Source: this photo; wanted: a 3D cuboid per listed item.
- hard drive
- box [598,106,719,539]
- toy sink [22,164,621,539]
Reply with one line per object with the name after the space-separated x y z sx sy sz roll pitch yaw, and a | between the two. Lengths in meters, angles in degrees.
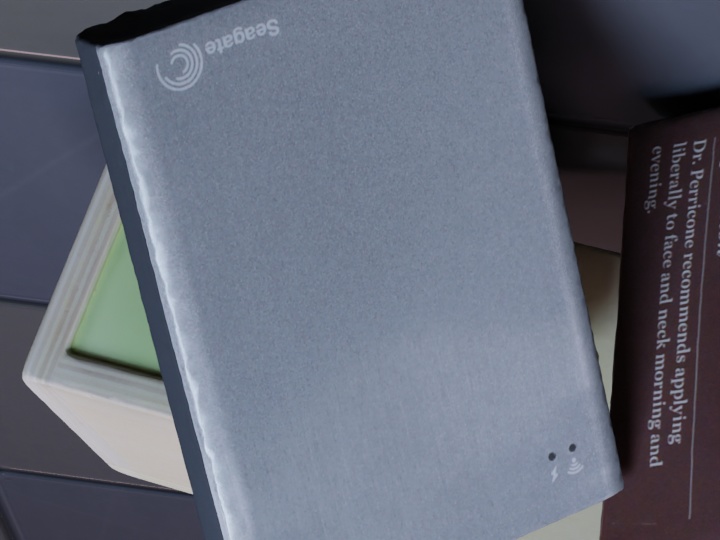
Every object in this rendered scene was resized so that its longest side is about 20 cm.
0.000 0.000 0.927 0.139 0.201 0.033 -21 -160 -21 | hard drive
0.208 0.037 1.006 0.199 0.167 0.164 -8 155 36 | box
0.004 0.020 1.045 0.199 0.131 0.112 15 162 22 | toy sink
